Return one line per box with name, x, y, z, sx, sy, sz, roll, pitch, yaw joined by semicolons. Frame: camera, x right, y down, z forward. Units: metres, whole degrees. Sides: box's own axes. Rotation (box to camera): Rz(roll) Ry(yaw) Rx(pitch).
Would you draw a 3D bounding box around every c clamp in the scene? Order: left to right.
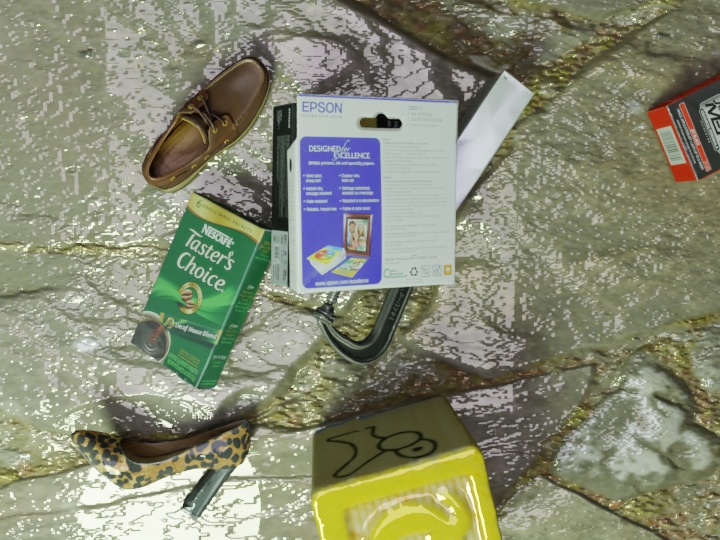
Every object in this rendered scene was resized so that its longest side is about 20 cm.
c clamp;0.000;0.000;0.871;0.169;0.027;0.205;26;80;-39

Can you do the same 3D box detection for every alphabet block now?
alphabet block;0.051;0.286;0.878;0.190;0.200;0.201;-16;96;-1

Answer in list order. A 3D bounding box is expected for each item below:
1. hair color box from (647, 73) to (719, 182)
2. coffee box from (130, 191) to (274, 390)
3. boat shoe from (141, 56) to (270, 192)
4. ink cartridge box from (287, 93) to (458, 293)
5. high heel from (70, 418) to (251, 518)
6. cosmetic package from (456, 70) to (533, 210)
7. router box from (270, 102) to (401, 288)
hair color box;0.470;-0.199;0.933;0.197;0.061;0.103;-28;95;-1
coffee box;-0.187;0.022;0.902;0.121;0.044;0.204;27;94;25
boat shoe;-0.182;-0.172;0.896;0.072;0.068;0.200;44;92;-6
ink cartridge box;0.016;-0.083;0.817;0.193;0.043;0.206;-3;98;-24
high heel;-0.237;0.203;0.922;0.198;0.072;0.144;34;99;-22
cosmetic package;0.125;-0.137;0.910;0.050;0.083;0.202;33;93;-5
router box;-0.026;-0.085;0.886;0.154;0.052;0.206;-3;97;-34
